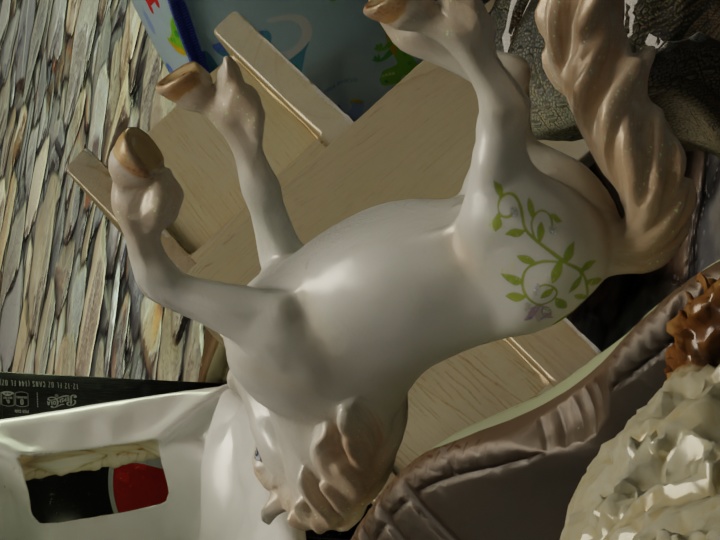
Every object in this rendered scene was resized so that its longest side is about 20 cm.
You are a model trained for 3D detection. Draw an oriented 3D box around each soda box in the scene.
[{"bbox_3d":[-0.075,0.082,1.130,0.071,0.199,0.064,124,146,-61],"label":"soda box"}]

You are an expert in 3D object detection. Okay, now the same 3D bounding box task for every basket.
[{"bbox_3d":[-0.081,0.130,0.977,0.200,0.135,0.124,-113,15,-75],"label":"basket"}]

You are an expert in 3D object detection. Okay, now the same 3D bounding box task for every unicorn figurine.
[{"bbox_3d":[0.000,0.000,0.788,0.199,0.138,0.074,-18,23,38],"label":"unicorn figurine"}]

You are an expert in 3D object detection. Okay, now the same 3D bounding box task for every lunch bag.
[{"bbox_3d":[-0.022,-0.094,1.205,0.170,0.127,0.201,-120,12,-70],"label":"lunch bag"}]

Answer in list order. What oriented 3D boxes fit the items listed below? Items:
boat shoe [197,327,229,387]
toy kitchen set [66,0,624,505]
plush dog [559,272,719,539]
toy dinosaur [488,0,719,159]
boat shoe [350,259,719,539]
[{"bbox_3d":[-0.027,0.024,1.183,0.200,0.064,0.072,88,-172,-76],"label":"boat shoe"},{"bbox_3d":[0.048,0.007,0.992,0.163,0.181,0.200,-42,52,-3],"label":"toy kitchen set"},{"bbox_3d":[0.081,0.086,0.596,0.172,0.160,0.201,-115,35,-78],"label":"plush dog"},{"bbox_3d":[0.068,-0.072,0.836,0.102,0.077,0.200,-56,32,-11],"label":"toy dinosaur"},{"bbox_3d":[0.074,0.052,0.780,0.200,0.076,0.072,-37,86,42],"label":"boat shoe"}]
